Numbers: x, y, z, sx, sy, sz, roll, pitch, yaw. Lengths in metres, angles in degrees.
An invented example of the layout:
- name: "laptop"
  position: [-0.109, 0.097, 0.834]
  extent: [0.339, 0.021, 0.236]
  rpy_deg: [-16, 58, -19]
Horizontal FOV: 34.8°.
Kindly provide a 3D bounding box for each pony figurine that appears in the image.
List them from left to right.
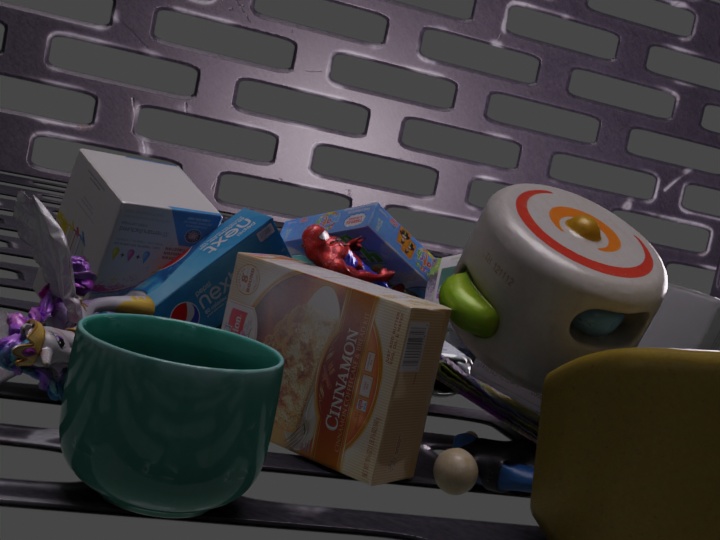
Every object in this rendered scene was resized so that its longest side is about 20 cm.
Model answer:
- name: "pony figurine"
  position: [-0.257, 0.046, 1.017]
  extent: [0.192, 0.168, 0.199]
  rpy_deg: [36, 13, 39]

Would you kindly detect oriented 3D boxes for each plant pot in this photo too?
- name: "plant pot"
  position: [0.245, 0.152, 0.889]
  extent: [0.198, 0.199, 0.193]
  rpy_deg: [6, 0, 44]

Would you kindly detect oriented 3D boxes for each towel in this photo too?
- name: "towel"
  position: [0.131, 0.129, 1.234]
  extent: [0.199, 0.023, 0.144]
  rpy_deg: [34, 4, -17]

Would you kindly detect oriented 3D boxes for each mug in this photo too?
- name: "mug"
  position: [-0.131, 0.105, 0.833]
  extent: [0.150, 0.116, 0.184]
  rpy_deg: [15, 6, 22]

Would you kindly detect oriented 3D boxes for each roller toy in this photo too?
- name: "roller toy"
  position: [0.181, 0.010, 1.057]
  extent: [0.181, 0.141, 0.200]
  rpy_deg: [28, 29, 8]

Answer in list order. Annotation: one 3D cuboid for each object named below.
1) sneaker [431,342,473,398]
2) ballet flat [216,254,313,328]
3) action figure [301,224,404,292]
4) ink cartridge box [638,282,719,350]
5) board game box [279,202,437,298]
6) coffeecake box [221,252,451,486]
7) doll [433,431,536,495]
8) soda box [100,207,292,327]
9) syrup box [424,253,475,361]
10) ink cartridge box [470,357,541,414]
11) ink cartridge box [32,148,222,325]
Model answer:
- name: "sneaker"
  position: [0.108, 0.119, 1.377]
  extent: [0.088, 0.075, 0.198]
  rpy_deg: [18, 18, 40]
- name: "ballet flat"
  position: [-0.107, 0.065, 1.214]
  extent: [0.075, 0.064, 0.200]
  rpy_deg: [35, 61, 24]
- name: "action figure"
  position: [0.000, 0.000, 1.142]
  extent: [0.065, 0.052, 0.199]
  rpy_deg: [44, 7, 36]
- name: "ink cartridge box"
  position: [0.365, 0.125, 1.229]
  extent: [0.199, 0.147, 0.144]
  rpy_deg: [33, -5, -26]
- name: "board game box"
  position: [0.024, 0.006, 1.274]
  extent: [0.150, 0.037, 0.200]
  rpy_deg: [-8, -41, 46]
- name: "coffeecake box"
  position: [-0.033, 0.082, 1.029]
  extent: [0.198, 0.156, 0.073]
  rpy_deg: [16, 6, 34]
- name: "doll"
  position: [0.146, 0.177, 1.037]
  extent: [0.198, 0.049, 0.136]
  rpy_deg: [8, 7, -38]
- name: "soda box"
  position: [-0.168, 0.021, 1.189]
  extent: [0.199, 0.065, 0.068]
  rpy_deg: [-38, 30, -21]
- name: "syrup box"
  position: [0.158, 0.059, 1.233]
  extent: [0.078, 0.083, 0.199]
  rpy_deg: [-11, -35, 40]
- name: "ink cartridge box"
  position: [0.237, 0.154, 1.158]
  extent: [0.199, 0.044, 0.197]
  rpy_deg: [33, -5, -36]
- name: "ink cartridge box"
  position: [-0.260, -0.007, 1.256]
  extent: [0.127, 0.202, 0.125]
  rpy_deg: [6, 26, -41]
